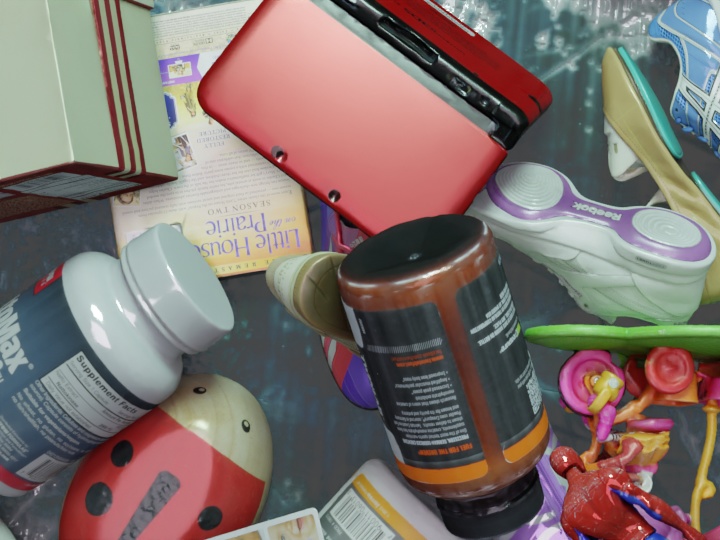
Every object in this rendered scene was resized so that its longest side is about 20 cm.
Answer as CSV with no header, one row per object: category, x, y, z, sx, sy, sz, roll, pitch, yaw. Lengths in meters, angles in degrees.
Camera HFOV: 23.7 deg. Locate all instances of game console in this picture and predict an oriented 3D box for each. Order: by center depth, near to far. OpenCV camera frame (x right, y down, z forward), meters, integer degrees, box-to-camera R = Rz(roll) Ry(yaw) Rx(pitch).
game console,0.014,-0.124,1.212,0.200,0.172,0.119,37,113,4

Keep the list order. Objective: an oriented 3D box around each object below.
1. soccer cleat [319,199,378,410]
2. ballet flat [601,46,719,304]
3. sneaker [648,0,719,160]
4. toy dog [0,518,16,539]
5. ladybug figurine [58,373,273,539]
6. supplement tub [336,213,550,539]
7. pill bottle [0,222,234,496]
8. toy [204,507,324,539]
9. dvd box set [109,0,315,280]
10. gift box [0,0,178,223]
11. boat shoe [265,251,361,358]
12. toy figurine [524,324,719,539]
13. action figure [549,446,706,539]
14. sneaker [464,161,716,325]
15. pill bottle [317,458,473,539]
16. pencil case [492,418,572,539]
soccer cleat,0.000,0.000,1.230,0.068,0.073,0.202,-2,87,3
ballet flat,0.214,-0.064,1.229,0.063,0.069,0.201,-33,85,15
sneaker,0.268,-0.107,1.232,0.077,0.076,0.201,-19,83,20
toy dog,-0.286,0.201,1.199,0.200,0.096,0.132,49,126,4
ladybug figurine,-0.144,0.166,1.229,0.135,0.072,0.201,32,89,4
supplement tub,0.060,0.073,1.110,0.106,0.107,0.201,-17,110,2
pill bottle,-0.194,0.058,1.196,0.199,0.120,0.120,-34,86,11
toy,-0.108,0.240,1.141,0.199,0.047,0.116,-19,80,18
dvd box set,-0.117,-0.092,1.261,0.145,0.029,0.201,-10,86,3
gift box,-0.239,-0.143,1.171,0.183,0.200,0.188,-12,84,14
boat shoe,0.024,0.035,1.183,0.199,0.065,0.073,23,86,-33
toy figurine,0.206,0.135,1.160,0.198,0.150,0.185,4,81,-9
action figure,0.190,0.189,1.096,0.200,0.052,0.066,48,115,18
sneaker,0.150,-0.011,1.221,0.199,0.100,0.075,23,44,23
pill bottle,-0.015,0.240,1.198,0.116,0.116,0.200,42,90,4
pencil case,0.135,0.178,1.208,0.084,0.085,0.201,-29,88,-33
